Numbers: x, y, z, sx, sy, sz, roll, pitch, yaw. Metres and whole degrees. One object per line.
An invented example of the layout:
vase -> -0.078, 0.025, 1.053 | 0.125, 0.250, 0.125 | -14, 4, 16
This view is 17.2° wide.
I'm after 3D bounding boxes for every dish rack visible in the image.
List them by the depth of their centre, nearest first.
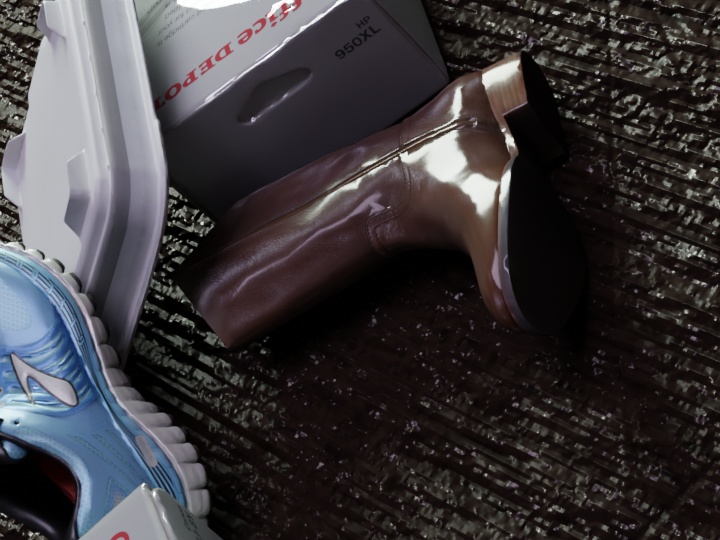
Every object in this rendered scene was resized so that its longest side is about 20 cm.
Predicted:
dish rack -> -0.144, -0.043, 1.192 | 0.201, 0.043, 0.172 | -104, 26, -43

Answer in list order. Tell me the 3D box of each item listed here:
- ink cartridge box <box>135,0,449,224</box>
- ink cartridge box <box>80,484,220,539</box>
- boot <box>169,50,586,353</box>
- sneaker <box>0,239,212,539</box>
ink cartridge box -> -0.052, -0.137, 1.232 | 0.144, 0.084, 0.200 | -35, 40, 16
ink cartridge box -> -0.117, 0.212, 0.990 | 0.200, 0.083, 0.145 | -41, 39, 9
boot -> 0.000, 0.000, 1.086 | 0.199, 0.064, 0.187 | -25, 31, 21
sneaker -> -0.155, 0.062, 1.097 | 0.200, 0.090, 0.079 | 46, 136, 28
